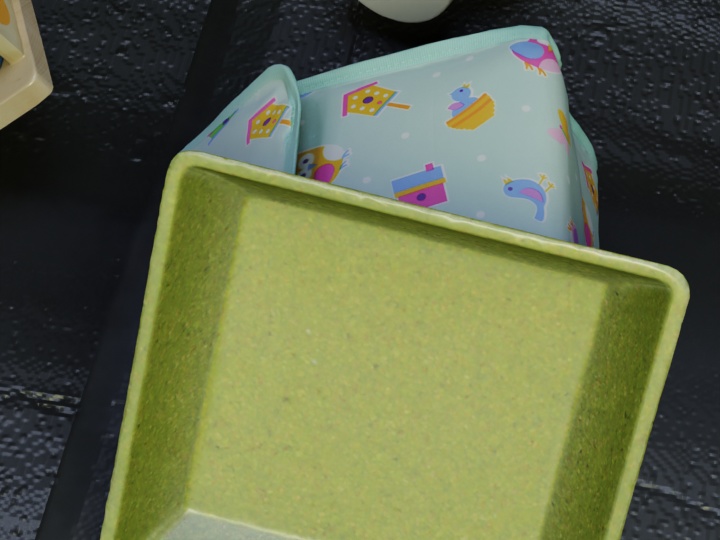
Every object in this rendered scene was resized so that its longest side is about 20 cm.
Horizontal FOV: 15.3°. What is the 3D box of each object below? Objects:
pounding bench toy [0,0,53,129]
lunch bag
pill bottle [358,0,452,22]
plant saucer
[{"bbox_3d":[-0.265,-0.102,1.236,0.199,0.156,0.125,-32,48,14],"label":"pounding bench toy"},{"bbox_3d":[0.000,0.000,1.148,0.199,0.122,0.171,-8,51,13],"label":"lunch bag"},{"bbox_3d":[0.063,-0.212,1.349,0.104,0.105,0.200,23,52,20],"label":"pill bottle"},{"bbox_3d":[0.010,0.056,1.044,0.199,0.201,0.048,14,26,3],"label":"plant saucer"}]
